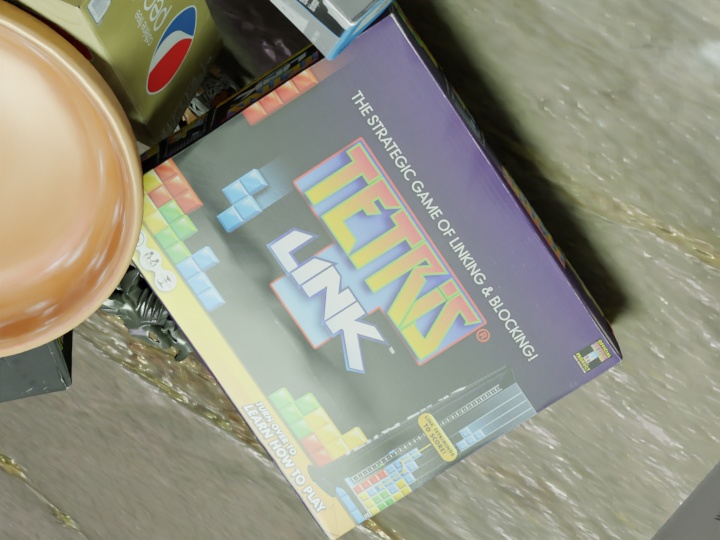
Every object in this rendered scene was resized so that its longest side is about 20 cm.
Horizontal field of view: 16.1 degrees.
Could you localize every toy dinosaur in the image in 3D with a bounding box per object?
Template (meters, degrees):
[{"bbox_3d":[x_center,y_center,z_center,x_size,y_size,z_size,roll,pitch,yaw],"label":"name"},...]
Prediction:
[{"bbox_3d":[-0.063,-0.010,1.325,0.136,0.102,0.200,-18,90,39],"label":"toy dinosaur"}]

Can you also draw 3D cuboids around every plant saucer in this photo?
[{"bbox_3d":[-0.192,-0.047,1.118,0.200,0.037,0.200,2,127,3],"label":"plant saucer"}]

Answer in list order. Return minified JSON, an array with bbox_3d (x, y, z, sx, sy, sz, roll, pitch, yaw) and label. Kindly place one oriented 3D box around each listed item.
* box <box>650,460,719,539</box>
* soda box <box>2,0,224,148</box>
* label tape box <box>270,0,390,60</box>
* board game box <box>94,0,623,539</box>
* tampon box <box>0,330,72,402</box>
[{"bbox_3d":[0.237,0.142,1.013,0.200,0.199,0.131,17,139,39],"label":"box"},{"bbox_3d":[-0.117,-0.121,1.127,0.068,0.064,0.200,27,169,11],"label":"soda box"},{"bbox_3d":[-0.058,-0.177,1.000,0.200,0.066,0.143,42,177,-3],"label":"label tape box"},{"bbox_3d":[0.000,0.000,1.184,0.200,0.165,0.057,55,-170,-14],"label":"board game box"},{"bbox_3d":[-0.230,-0.035,1.281,0.150,0.200,0.126,-12,128,4],"label":"tampon box"}]
